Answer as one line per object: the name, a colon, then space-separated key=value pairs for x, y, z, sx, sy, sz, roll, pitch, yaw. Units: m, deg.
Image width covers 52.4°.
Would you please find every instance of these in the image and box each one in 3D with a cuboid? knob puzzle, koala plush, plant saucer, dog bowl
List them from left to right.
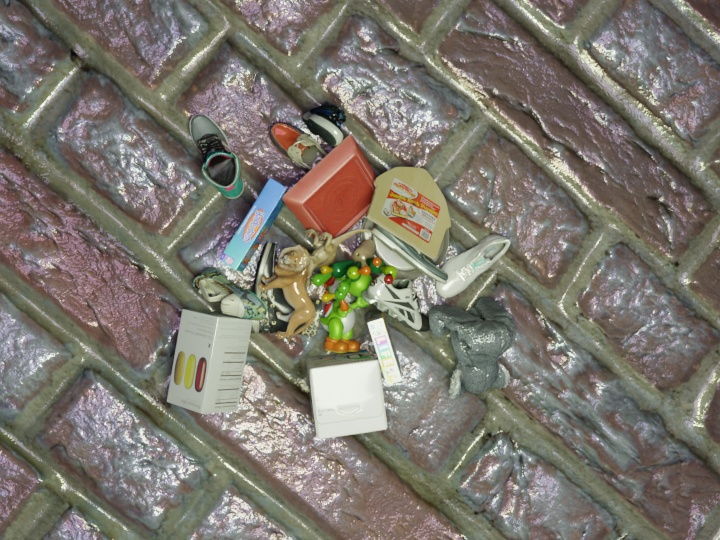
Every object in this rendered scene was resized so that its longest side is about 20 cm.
plant saucer: x=-0.045 y=-0.158 z=1.576 sx=0.200 sy=0.200 sz=0.037 roll=-43 pitch=52 yaw=-5
dog bowl: x=0.097 y=-0.072 z=1.648 sx=0.199 sy=0.059 sz=0.201 roll=0 pitch=91 yaw=-7
knob puzzle: x=0.109 y=-0.141 z=1.589 sx=0.219 sy=0.030 sz=0.221 roll=13 pitch=61 yaw=-24
koala plush: x=0.257 y=0.189 z=1.621 sx=0.177 sy=0.184 sz=0.201 roll=-8 pitch=113 yaw=-21

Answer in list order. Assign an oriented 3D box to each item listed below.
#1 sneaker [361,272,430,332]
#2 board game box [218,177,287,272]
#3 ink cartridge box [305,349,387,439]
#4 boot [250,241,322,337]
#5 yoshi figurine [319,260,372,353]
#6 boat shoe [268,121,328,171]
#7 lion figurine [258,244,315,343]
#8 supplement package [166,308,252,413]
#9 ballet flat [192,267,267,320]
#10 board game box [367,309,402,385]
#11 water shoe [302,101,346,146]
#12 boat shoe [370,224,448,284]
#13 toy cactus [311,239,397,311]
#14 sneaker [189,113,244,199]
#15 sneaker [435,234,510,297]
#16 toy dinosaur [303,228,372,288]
sneaker: x=0.101 y=0.068 z=1.605 sx=0.200 sy=0.074 sz=0.089 roll=32 pitch=99 yaw=-37
board game box: x=-0.224 y=-0.093 z=1.563 sx=0.045 sy=0.152 sz=0.201 roll=32 pitch=87 yaw=-3
ink cartridge box: x=-0.035 y=0.259 z=1.562 sx=0.146 sy=0.200 sz=0.147 roll=-7 pitch=91 yaw=-7
boot: x=-0.159 y=0.046 z=1.615 sx=0.153 sy=0.073 sz=0.205 roll=9 pitch=90 yaw=-10
yoshi figurine: x=-0.021 y=0.080 z=1.618 sx=0.111 sy=0.112 sz=0.201 roll=4 pitch=87 yaw=-22
boat shoe: x=-0.120 y=-0.260 z=1.621 sx=0.200 sy=0.063 sz=0.071 roll=40 pitch=88 yaw=-4
lion figurine: x=-0.137 y=0.050 z=1.532 sx=0.122 sy=0.073 sz=0.201 roll=-18 pitch=106 yaw=13
supplement package: x=-0.319 y=0.191 z=1.554 sx=0.113 sy=0.109 sz=0.201 roll=8 pitch=88 yaw=34
ballet flat: x=-0.284 y=0.060 z=1.554 sx=0.200 sy=0.074 sz=0.074 roll=28 pitch=86 yaw=35
board game box: x=0.052 y=0.158 z=1.571 sx=0.034 sy=0.200 sz=0.135 roll=-17 pitch=93 yaw=2
water shoe: x=-0.067 y=-0.324 z=1.559 sx=0.079 sy=0.200 sz=0.072 roll=-39 pitch=119 yaw=-3
boat shoe: x=0.117 y=-0.046 z=1.586 sx=0.200 sy=0.073 sz=0.062 roll=37 pitch=87 yaw=1
toy cactus: x=0.000 y=0.000 z=1.541 sx=0.199 sy=0.165 sz=0.102 roll=-17 pitch=119 yaw=34
sneaker: x=-0.313 y=-0.251 z=1.568 sx=0.083 sy=0.121 sz=0.201 roll=-28 pitch=93 yaw=-6
sneaker: x=0.254 y=-0.015 z=1.651 sx=0.200 sy=0.088 sz=0.075 roll=-40 pitch=96 yaw=-5
toy dinosaur: x=-0.076 y=-0.049 z=1.582 sx=0.200 sy=0.058 sz=0.101 roll=-45 pitch=140 yaw=-4
